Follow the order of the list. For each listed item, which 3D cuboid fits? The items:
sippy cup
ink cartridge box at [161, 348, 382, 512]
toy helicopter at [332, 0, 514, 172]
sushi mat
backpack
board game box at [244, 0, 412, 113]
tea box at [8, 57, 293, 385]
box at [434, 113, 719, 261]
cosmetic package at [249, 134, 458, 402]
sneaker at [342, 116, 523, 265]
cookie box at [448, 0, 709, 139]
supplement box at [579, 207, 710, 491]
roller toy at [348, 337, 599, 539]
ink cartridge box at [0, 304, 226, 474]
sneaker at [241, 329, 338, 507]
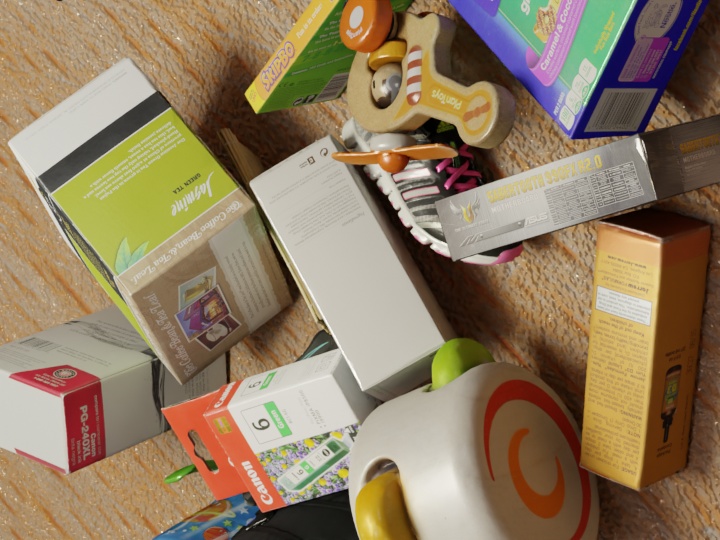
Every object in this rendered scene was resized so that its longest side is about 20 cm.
[{"bbox_3d":[-0.130,0.276,1.901,0.178,0.130,0.140,44,129,27],"label":"sippy cup"},{"bbox_3d":[-0.074,0.145,1.761,0.200,0.050,0.109,-19,112,27],"label":"ink cartridge box"},{"bbox_3d":[0.047,-0.126,1.556,0.200,0.079,0.133,30,102,54],"label":"toy helicopter"},{"bbox_3d":[-0.063,-0.028,1.776,0.012,0.096,0.200,-31,70,6],"label":"sushi mat"},{"bbox_3d":[-0.023,0.271,1.760,0.200,0.183,0.147,4,125,52],"label":"backpack"},{"bbox_3d":[-0.010,-0.203,1.674,0.200,0.095,0.030,-46,68,41],"label":"board game box"},{"bbox_3d":[-0.179,-0.039,1.796,0.197,0.134,0.200,50,170,24],"label":"tea box"},{"bbox_3d":[0.177,-0.064,1.483,0.200,0.158,0.048,-17,89,46],"label":"box"},{"bbox_3d":[0.000,0.000,1.698,0.085,0.108,0.200,-29,75,6],"label":"cosmetic package"},{"bbox_3d":[0.062,-0.087,1.650,0.200,0.074,0.088,48,136,31],"label":"sneaker"},{"bbox_3d":[0.157,-0.221,1.491,0.200,0.075,0.171,54,134,39],"label":"cookie box"},{"bbox_3d":[0.212,0.059,1.548,0.069,0.066,0.200,16,111,41],"label":"supplement box"},{"bbox_3d":[0.084,0.176,1.609,0.140,0.200,0.182,-24,123,35],"label":"roller toy"},{"bbox_3d":[-0.242,0.104,1.916,0.145,0.200,0.084,15,115,42],"label":"ink cartridge box"},{"bbox_3d":[-0.051,0.135,1.839,0.200,0.075,0.079,-53,48,34],"label":"sneaker"}]
